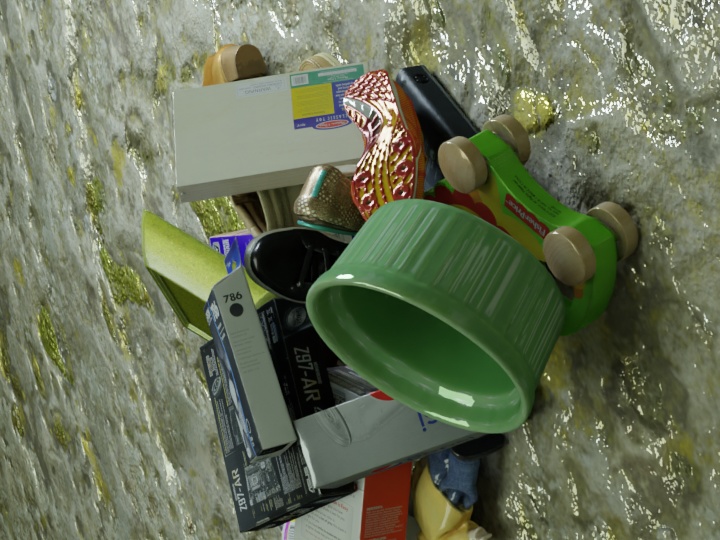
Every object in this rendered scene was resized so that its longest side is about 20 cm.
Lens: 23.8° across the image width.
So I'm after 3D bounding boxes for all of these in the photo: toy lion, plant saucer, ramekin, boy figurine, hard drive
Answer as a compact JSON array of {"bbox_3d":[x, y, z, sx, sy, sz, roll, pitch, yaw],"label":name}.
[{"bbox_3d":[0.127,-0.017,1.425,0.200,0.069,0.192,43,147,29],"label":"toy lion"},{"bbox_3d":[-0.150,0.042,1.856,0.200,0.048,0.200,30,161,28],"label":"plant saucer"},{"bbox_3d":[0.066,0.033,1.362,0.200,0.098,0.200,26,155,13],"label":"ramekin"},{"bbox_3d":[0.090,0.229,1.652,0.124,0.064,0.200,50,145,45],"label":"boy figurine"},{"bbox_3d":[0.081,-0.074,1.565,0.200,0.033,0.140,56,148,39],"label":"hard drive"}]

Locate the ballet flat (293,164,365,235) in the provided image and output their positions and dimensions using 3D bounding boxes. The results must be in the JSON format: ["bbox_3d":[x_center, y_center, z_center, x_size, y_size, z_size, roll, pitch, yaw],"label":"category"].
[{"bbox_3d":[0.004,-0.060,1.549,0.070,0.200,0.065,16,92,21],"label":"ballet flat"}]

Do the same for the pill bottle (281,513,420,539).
[{"bbox_3d":[-0.004,0.292,1.832,0.200,0.104,0.104,-11,91,65],"label":"pill bottle"}]

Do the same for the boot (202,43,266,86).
[{"bbox_3d":[-0.133,-0.159,1.957,0.144,0.071,0.202,173,88,-71],"label":"boot"}]

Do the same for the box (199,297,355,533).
[{"bbox_3d":[-0.086,0.145,1.693,0.160,0.043,0.200,-33,66,51],"label":"box"}]

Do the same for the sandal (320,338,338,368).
[{"bbox_3d":[-0.058,0.104,1.789,0.055,0.082,0.200,-100,4,-56],"label":"sandal"}]

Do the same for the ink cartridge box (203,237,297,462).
[{"bbox_3d":[-0.111,0.077,1.609,0.099,0.039,0.200,125,130,-73],"label":"ink cartridge box"}]

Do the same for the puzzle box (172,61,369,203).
[{"bbox_3d":[-0.081,-0.135,1.654,0.025,0.200,0.133,79,-177,-49],"label":"puzzle box"}]

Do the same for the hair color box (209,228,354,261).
[{"bbox_3d":[-0.075,-0.020,1.834,0.200,0.109,0.065,-5,97,65],"label":"hair color box"}]

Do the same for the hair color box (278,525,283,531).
[{"bbox_3d":[-0.070,0.205,1.986,0.100,0.060,0.200,53,145,41],"label":"hair color box"}]

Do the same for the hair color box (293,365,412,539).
[{"bbox_3d":[-0.006,0.205,1.679,0.111,0.064,0.200,21,111,51],"label":"hair color box"}]

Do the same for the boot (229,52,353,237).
[{"bbox_3d":[-0.064,-0.121,1.706,0.200,0.155,0.073,70,155,16],"label":"boot"}]

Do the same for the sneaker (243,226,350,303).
[{"bbox_3d":[0.000,0.000,1.599,0.112,0.200,0.073,-9,69,62],"label":"sneaker"}]

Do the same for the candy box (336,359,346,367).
[{"bbox_3d":[0.013,0.093,1.763,0.200,0.056,0.117,23,122,62],"label":"candy box"}]

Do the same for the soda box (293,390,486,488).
[{"bbox_3d":[0.045,0.137,1.554,0.063,0.200,0.068,17,-126,-71],"label":"soda box"}]

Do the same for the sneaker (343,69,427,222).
[{"bbox_3d":[0.034,-0.097,1.491,0.077,0.073,0.200,46,-152,-36],"label":"sneaker"}]
